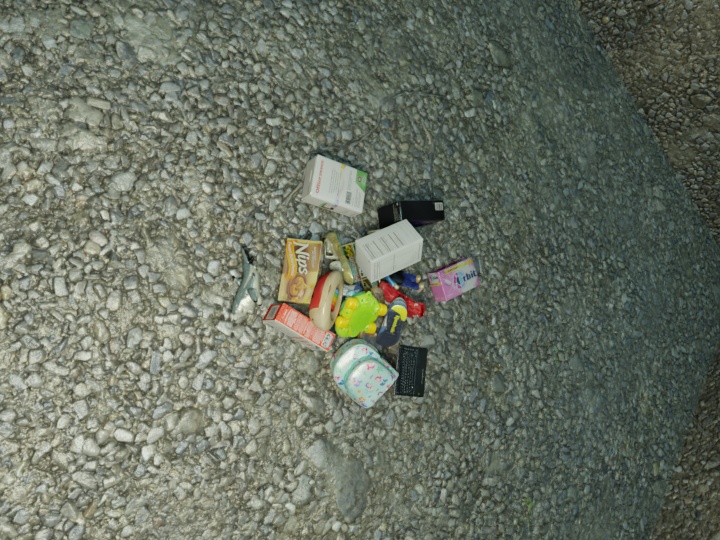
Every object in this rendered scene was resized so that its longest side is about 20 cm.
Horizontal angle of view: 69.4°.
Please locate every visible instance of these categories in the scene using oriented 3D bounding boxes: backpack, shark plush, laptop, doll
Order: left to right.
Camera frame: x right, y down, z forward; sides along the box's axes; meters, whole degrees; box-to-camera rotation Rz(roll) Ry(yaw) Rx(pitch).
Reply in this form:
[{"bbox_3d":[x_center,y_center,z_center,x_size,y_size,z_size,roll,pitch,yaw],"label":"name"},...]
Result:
[{"bbox_3d":[-0.348,0.028,1.557,0.083,0.091,0.202,-4,91,-1],"label":"shark plush"},{"bbox_3d":[0.004,0.329,1.682,0.178,0.151,0.200,-45,102,-1],"label":"backpack"},{"bbox_3d":[0.125,0.017,1.822,0.199,0.049,0.137,18,34,-29],"label":"doll"},{"bbox_3d":[0.177,0.351,1.816,0.199,0.103,0.179,13,78,-30],"label":"laptop"}]

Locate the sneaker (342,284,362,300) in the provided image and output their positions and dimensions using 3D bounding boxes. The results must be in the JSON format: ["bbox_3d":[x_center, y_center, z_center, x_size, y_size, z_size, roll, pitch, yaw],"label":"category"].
[{"bbox_3d":[-0.091,0.053,1.688,0.198,0.075,0.089,-6,75,-20],"label":"sneaker"}]

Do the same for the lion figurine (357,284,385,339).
[{"bbox_3d":[0.034,0.157,1.740,0.072,0.123,0.201,11,67,14],"label":"lion figurine"}]

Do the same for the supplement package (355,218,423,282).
[{"bbox_3d":[0.094,-0.066,1.729,0.199,0.114,0.110,-23,53,-18],"label":"supplement package"}]

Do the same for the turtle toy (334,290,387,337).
[{"bbox_3d":[-0.017,0.141,1.652,0.145,0.101,0.201,14,119,-29],"label":"turtle toy"}]

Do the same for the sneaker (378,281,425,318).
[{"bbox_3d":[0.155,0.100,1.807,0.200,0.115,0.079,37,65,-36],"label":"sneaker"}]

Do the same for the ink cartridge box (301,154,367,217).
[{"bbox_3d":[-0.087,-0.280,1.739,0.199,0.084,0.146,15,77,-30],"label":"ink cartridge box"}]

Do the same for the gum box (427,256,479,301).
[{"bbox_3d":[0.361,0.031,1.987,0.199,0.066,0.114,-22,97,-32],"label":"gum box"}]

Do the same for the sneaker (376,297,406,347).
[{"bbox_3d":[0.111,0.178,1.774,0.073,0.201,0.082,19,33,-6],"label":"sneaker"}]

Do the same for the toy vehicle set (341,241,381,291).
[{"bbox_3d":[0.000,0.000,1.793,0.124,0.026,0.202,-18,94,-32],"label":"toy vehicle set"}]

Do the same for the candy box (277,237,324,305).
[{"bbox_3d":[-0.184,0.005,1.631,0.114,0.055,0.202,6,78,8],"label":"candy box"}]

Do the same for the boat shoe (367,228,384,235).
[{"bbox_3d":[0.110,-0.102,1.843,0.199,0.074,0.070,8,79,-35],"label":"boat shoe"}]

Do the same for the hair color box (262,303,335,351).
[{"bbox_3d":[-0.190,0.176,1.607,0.200,0.111,0.064,36,68,-24],"label":"hair color box"}]

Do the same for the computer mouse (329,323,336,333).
[{"bbox_3d":[-0.088,0.126,1.721,0.058,0.034,0.202,14,77,-29],"label":"computer mouse"}]

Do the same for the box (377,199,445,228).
[{"bbox_3d":[0.181,-0.201,1.862,0.199,0.141,0.080,-5,89,-31],"label":"box"}]

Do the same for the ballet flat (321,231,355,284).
[{"bbox_3d":[-0.080,-0.038,1.699,0.070,0.071,0.201,-6,61,-32],"label":"ballet flat"}]

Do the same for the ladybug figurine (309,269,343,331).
[{"bbox_3d":[-0.105,0.086,1.580,0.136,0.071,0.201,75,27,-56],"label":"ladybug figurine"}]
